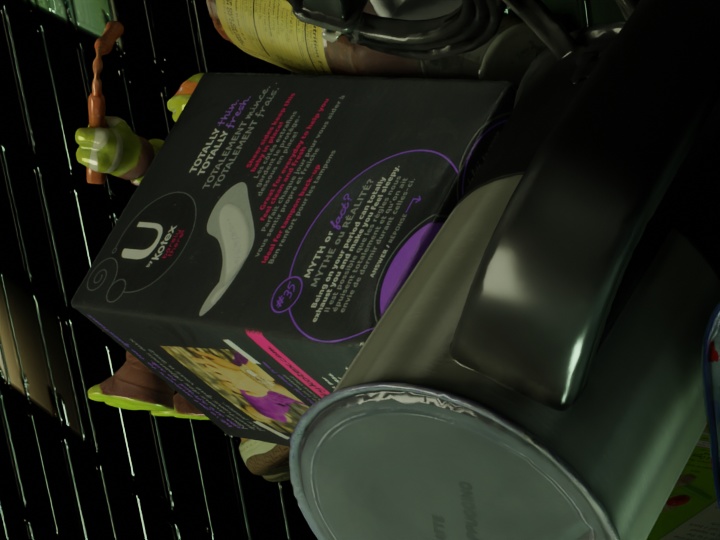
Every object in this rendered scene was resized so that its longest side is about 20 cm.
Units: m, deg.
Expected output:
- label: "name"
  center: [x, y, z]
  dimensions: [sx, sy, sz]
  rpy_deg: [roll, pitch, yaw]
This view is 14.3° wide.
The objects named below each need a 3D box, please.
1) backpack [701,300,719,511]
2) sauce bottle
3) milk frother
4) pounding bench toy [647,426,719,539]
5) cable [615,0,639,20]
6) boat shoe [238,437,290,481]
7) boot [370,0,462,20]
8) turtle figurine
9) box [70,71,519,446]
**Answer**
- label: "backpack"
  center: [0.195, 0.047, 0.851]
  dimensions: [0.200, 0.153, 0.164]
  rpy_deg: [-137, 34, -67]
- label: "sauce bottle"
  center: [0.010, -0.101, 1.175]
  dimensions: [0.200, 0.066, 0.066]
  rpy_deg: [24, 130, 51]
- label: "milk frother"
  center: [0.028, -0.012, 0.938]
  dimensions: [0.199, 0.188, 0.181]
  rpy_deg: [13, 136, 24]
- label: "pounding bench toy"
  center: [0.155, 0.159, 1.008]
  dimensions: [0.200, 0.124, 0.157]
  rpy_deg: [7, 117, 46]
- label: "cable"
  center: [0.089, -0.127, 1.049]
  dimensions: [0.200, 0.050, 0.097]
  rpy_deg: [32, 121, 34]
- label: "boat shoe"
  center: [-0.029, 0.053, 1.327]
  dimensions: [0.200, 0.071, 0.077]
  rpy_deg: [134, 124, -79]
- label: "boot"
  center: [0.053, -0.169, 0.989]
  dimensions: [0.200, 0.073, 0.096]
  rpy_deg: [-35, 72, 43]
- label: "turtle figurine"
  center: [-0.069, -0.017, 1.253]
  dimensions: [0.200, 0.064, 0.162]
  rpy_deg: [23, -108, -71]
- label: "box"
  center: [0.000, 0.000, 1.130]
  dimensions: [0.106, 0.123, 0.200]
  rpy_deg: [41, 160, -33]
